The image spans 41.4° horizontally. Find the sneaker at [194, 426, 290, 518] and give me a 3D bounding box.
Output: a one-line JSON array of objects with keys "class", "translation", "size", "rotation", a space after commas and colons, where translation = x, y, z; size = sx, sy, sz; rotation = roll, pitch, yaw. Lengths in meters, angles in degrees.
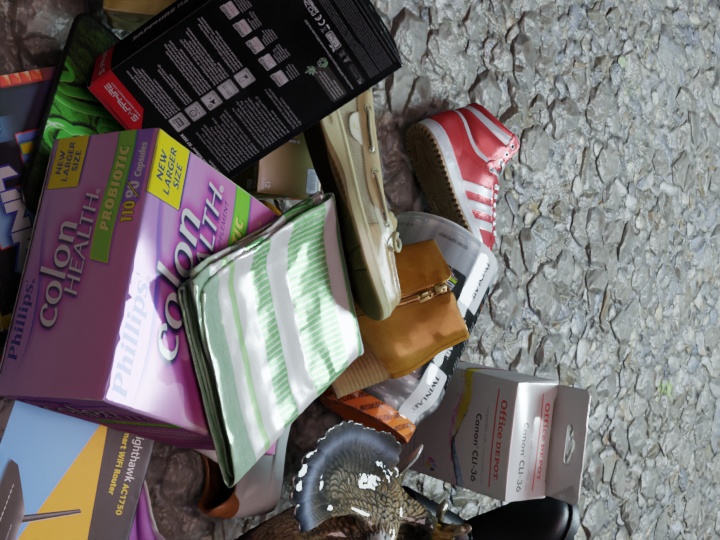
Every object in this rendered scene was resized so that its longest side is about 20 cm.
[{"class": "sneaker", "translation": [-0.105, 0.121, 0.835], "size": [0.084, 0.072, 0.204], "rotation": [0, 95, -43]}]

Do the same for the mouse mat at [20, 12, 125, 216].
[{"class": "mouse mat", "translation": [-0.173, -0.081, 0.748], "size": [0.200, 0.007, 0.163], "rotation": [38, 56, -52]}]

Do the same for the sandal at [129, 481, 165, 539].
[{"class": "sandal", "translation": [-0.184, 0.252, 0.793], "size": [0.082, 0.049, 0.205], "rotation": [-31, 111, -35]}]

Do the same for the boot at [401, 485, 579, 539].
[{"class": "boot", "translation": [0.103, 0.265, 0.967], "size": [0.200, 0.077, 0.167], "rotation": [-41, 124, 21]}]

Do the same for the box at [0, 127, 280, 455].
[{"class": "box", "translation": [-0.135, 0.025, 0.681], "size": [0.200, 0.095, 0.179], "rotation": [36, 58, -56]}]

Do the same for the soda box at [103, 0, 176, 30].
[{"class": "soda box", "translation": [-0.097, -0.216, 0.748], "size": [0.196, 0.068, 0.065], "rotation": [5, 91, -9]}]

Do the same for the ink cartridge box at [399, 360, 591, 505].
[{"class": "ink cartridge box", "translation": [0.129, 0.159, 0.958], "size": [0.067, 0.198, 0.119], "rotation": [5, 90, -40]}]

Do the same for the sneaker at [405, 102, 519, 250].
[{"class": "sneaker", "translation": [0.126, -0.079, 1.020], "size": [0.112, 0.071, 0.203], "rotation": [-30, 110, -32]}]

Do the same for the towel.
[{"class": "towel", "translation": [-0.057, 0.039, 0.705], "size": [0.200, 0.023, 0.155], "rotation": [-41, 125, -56]}]

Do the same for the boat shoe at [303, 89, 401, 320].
[{"class": "boat shoe", "translation": [0.004, -0.061, 0.793], "size": [0.062, 0.073, 0.204], "rotation": [-15, 83, -19]}]

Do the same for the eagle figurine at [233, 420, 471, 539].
[{"class": "eagle figurine", "translation": [-0.007, 0.211, 0.827], "size": [0.198, 0.150, 0.154], "rotation": [23, 81, -22]}]

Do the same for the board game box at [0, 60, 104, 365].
[{"class": "board game box", "translation": [-0.248, -0.036, 0.683], "size": [0.165, 0.056, 0.203], "rotation": [-29, 113, -51]}]

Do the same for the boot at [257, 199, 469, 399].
[{"class": "boot", "translation": [0.000, 0.000, 0.852], "size": [0.142, 0.071, 0.203], "rotation": [-27, 79, -9]}]

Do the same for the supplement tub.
[{"class": "supplement tub", "translation": [0.045, 0.056, 0.928], "size": [0.122, 0.122, 0.202], "rotation": [38, 69, -36]}]

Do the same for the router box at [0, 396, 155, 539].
[{"class": "router box", "translation": [-0.250, 0.195, 0.711], "size": [0.147, 0.051, 0.203], "rotation": [18, 81, -28]}]

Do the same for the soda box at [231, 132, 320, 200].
[{"class": "soda box", "translation": [-0.069, -0.165, 0.840], "size": [0.063, 0.067, 0.204], "rotation": [5, 91, -30]}]

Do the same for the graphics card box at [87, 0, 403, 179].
[{"class": "graphics card box", "translation": [-0.083, -0.153, 0.700], "size": [0.198, 0.051, 0.126], "rotation": [-31, 124, 15]}]
